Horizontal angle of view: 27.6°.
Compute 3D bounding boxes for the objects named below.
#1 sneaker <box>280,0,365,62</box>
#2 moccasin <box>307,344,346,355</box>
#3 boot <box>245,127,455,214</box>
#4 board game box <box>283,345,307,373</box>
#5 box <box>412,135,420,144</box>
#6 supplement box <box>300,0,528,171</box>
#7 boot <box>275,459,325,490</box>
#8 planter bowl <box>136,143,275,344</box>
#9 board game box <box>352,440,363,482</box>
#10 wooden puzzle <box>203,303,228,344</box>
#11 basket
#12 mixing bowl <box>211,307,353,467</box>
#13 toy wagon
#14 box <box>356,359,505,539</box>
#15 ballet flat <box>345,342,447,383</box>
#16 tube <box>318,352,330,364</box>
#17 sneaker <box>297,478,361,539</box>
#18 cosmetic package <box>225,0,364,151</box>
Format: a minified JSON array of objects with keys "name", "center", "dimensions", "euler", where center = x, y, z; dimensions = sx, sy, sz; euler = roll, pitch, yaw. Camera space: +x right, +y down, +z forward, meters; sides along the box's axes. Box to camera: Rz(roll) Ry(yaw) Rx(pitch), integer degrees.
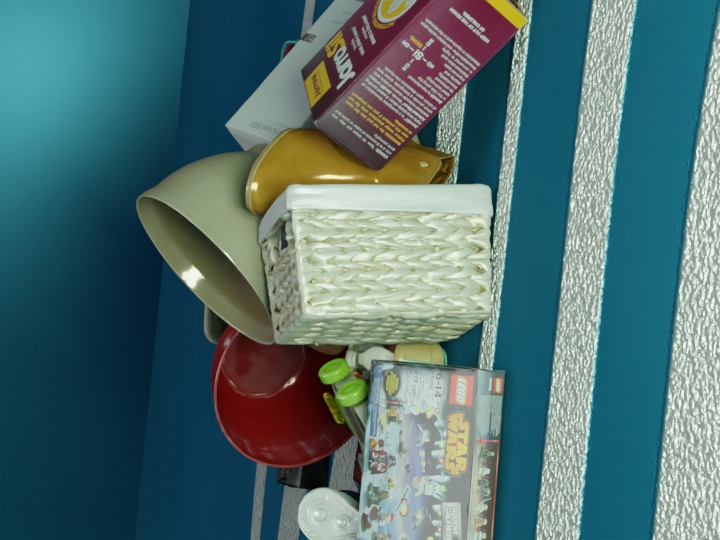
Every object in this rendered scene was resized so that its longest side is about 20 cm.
[{"name":"sneaker","center":[-0.035,-0.270,1.759],"dimensions":[0.084,0.120,0.201],"euler":[117,154,-53]},{"name":"moccasin","center":[-0.001,-0.001,1.530],"dimensions":[0.201,0.078,0.074],"euler":[-45,46,20]},{"name":"boot","center":[-0.004,-0.091,1.406],"dimensions":[0.201,0.143,0.071],"euler":[-38,-39,-49]},{"name":"board game box","center":[-0.084,0.031,1.767],"dimensions":[0.135,0.028,0.201],"euler":[42,115,52]},{"name":"box","center":[0.013,-0.127,1.616],"dimensions":[0.201,0.077,0.095],"euler":[-103,23,-49]},{"name":"supplement box","center":[0.045,-0.206,1.353],"dimensions":[0.200,0.086,0.111],"euler":[-44,31,19]},{"name":"boot","center":[-0.080,0.176,1.903],"dimensions":[0.165,0.065,0.201],"euler":[-177,87,-76]},{"name":"planter bowl","center":[-0.112,-0.043,1.500],"dimensions":[0.135,0.200,0.200],"euler":[-44,4,-18]},{"name":"board game box","center":[0.025,0.148,1.597],"dimensions":[0.103,0.019,0.201],"euler":[-140,57,-73]},{"name":"wooden puzzle","center":[-0.138,-0.025,1.859],"dimensions":[0.185,0.046,0.201],"euler":[-35,-52,-61]},{"name":"basket","center":[0.016,-0.003,1.358],"dimensions":[0.136,0.199,0.124],"euler":[136,130,-68]},{"name":"mixing bowl","center":[-0.089,0.108,1.650],"dimensions":[0.108,0.199,0.201],"euler":[32,116,59]},{"name":"toy wagon","center":[0.009,0.161,1.476],"dimensions":[0.156,0.039,0.200],"euler":[64,172,-20]},{"name":"box","center":[0.060,0.184,1.311],"dimensions":[0.136,0.040,0.201],"euler":[1,85,46]},{"name":"ballet flat","center":[0.019,0.089,1.502],"dimensions":[0.200,0.063,0.069],"euler":[168,107,-65]},{"name":"tube","center":[-0.066,0.056,1.801],"dimensions":[0.200,0.050,0.078],"euler":[44,129,51]},{"name":"sneaker","center":[0.034,0.291,1.442],"dimensions":[0.200,0.146,0.081],"euler":[39,91,29]},{"name":"cosmetic package","center":[-0.033,-0.188,1.555],"dimensions":[0.113,0.081,0.200],"euler":[20,64,46]}]
